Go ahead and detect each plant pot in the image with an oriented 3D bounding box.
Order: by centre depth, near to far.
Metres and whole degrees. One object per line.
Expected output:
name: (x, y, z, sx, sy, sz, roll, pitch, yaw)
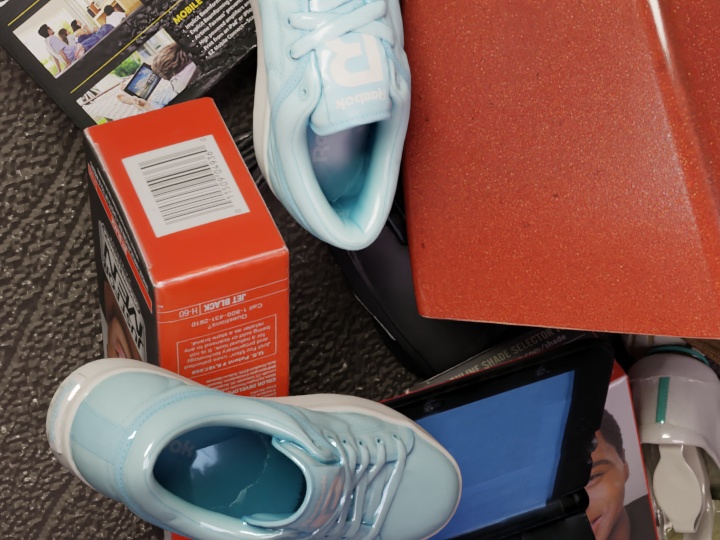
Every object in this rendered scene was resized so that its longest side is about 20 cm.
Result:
plant pot: (0.128, -0.097, 0.932, 0.199, 0.199, 0.178, -32, 112, -36)

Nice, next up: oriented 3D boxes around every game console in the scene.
game console: (0.042, 0.149, 0.970, 0.198, 0.119, 0.174, -16, 77, -21)

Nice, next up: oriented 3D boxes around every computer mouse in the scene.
computer mouse: (0.000, 0.000, 1.035, 0.140, 0.046, 0.201, -30, 124, -7)

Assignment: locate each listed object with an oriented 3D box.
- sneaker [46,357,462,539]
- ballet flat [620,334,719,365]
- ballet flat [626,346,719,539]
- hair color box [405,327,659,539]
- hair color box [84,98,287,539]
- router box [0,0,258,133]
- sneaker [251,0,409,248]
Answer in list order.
sneaker: (-0.028, 0.090, 0.860, 0.199, 0.082, 0.075, 11, 101, -35)
ballet flat: (0.184, 0.032, 1.130, 0.072, 0.068, 0.200, -36, 131, 22)
ballet flat: (0.179, 0.123, 1.145, 0.069, 0.070, 0.201, -31, 137, -5)
hair color box: (0.097, 0.124, 1.114, 0.101, 0.061, 0.201, -26, 134, -8)
hair color box: (-0.075, 0.034, 0.947, 0.061, 0.102, 0.201, -16, 138, -15)
router box: (-0.080, -0.164, 0.908, 0.200, 0.051, 0.149, -40, 125, 3)
sneaker: (-0.007, -0.100, 0.881, 0.073, 0.082, 0.202, -18, 126, -16)
